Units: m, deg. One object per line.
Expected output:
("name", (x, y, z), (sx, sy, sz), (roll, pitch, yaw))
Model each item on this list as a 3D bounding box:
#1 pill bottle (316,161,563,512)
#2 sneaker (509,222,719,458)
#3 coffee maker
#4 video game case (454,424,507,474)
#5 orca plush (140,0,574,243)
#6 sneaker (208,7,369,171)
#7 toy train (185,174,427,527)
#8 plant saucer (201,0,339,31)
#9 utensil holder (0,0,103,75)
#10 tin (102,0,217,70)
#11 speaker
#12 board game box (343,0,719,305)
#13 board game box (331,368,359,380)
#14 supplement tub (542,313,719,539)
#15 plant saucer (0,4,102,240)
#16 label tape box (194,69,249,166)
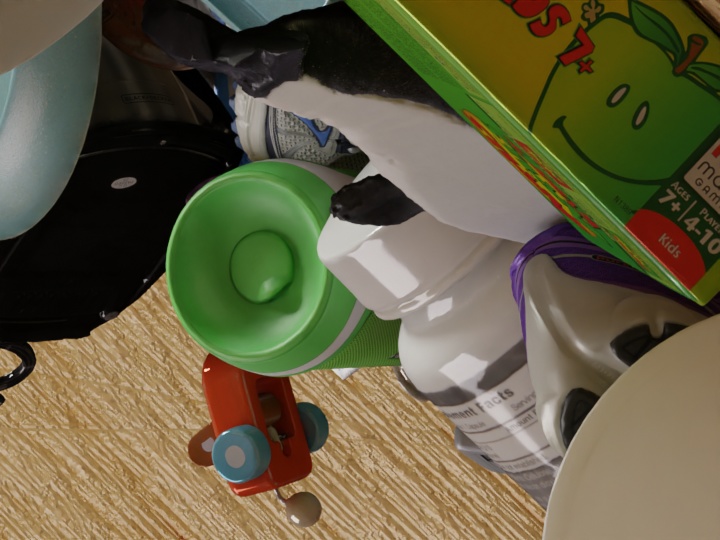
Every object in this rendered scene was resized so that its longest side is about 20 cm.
("pill bottle", (0.086, 0.028, 0.872), (0.200, 0.114, 0.114), (44, 180, -13))
("sneaker", (0.127, 0.038, 0.775), (0.200, 0.081, 0.084), (33, -157, -35))
("coffee maker", (-0.172, -0.078, 1.107), (0.135, 0.192, 0.201), (27, -149, -56))
("video game case", (0.139, 0.085, 1.054), (0.181, 0.022, 0.200), (7, 173, 8))
("orca plush", (0.019, -0.062, 0.708), (0.199, 0.105, 0.072), (11, -115, -38))
("sneaker", (-0.005, -0.076, 0.976), (0.085, 0.077, 0.200), (32, 166, 22))
("toy train", (-0.036, 0.029, 1.064), (0.200, 0.055, 0.151), (-24, -84, -64))
("plant saucer", (-0.062, -0.150, 0.900), (0.019, 0.070, 0.200), (5, -150, -45))
("utensil holder", (-0.168, -0.176, 0.764), (0.200, 0.170, 0.170), (42, 180, 21))
("tin", (-0.111, -0.172, 1.007), (0.200, 0.042, 0.112), (44, 139, 12))
("speaker", (0.000, 0.000, 0.983), (0.088, 0.089, 0.200), (43, -163, 20))
("board game box", (0.015, -0.083, 0.573), (0.200, 0.048, 0.102), (44, -179, -13))
("board game box", (-0.017, -0.051, 1.300), (0.134, 0.034, 0.200), (44, -143, -12))
("supplement tub", (0.138, 0.100, 0.647), (0.145, 0.145, 0.200), (43, -179, 33))
("plant saucer", (-0.169, -0.112, 0.992), (0.027, 0.201, 0.200), (-7, -145, -36))
("label tape box", (-0.102, -0.147, 1.197), (0.200, 0.066, 0.144), (42, 149, 35))
